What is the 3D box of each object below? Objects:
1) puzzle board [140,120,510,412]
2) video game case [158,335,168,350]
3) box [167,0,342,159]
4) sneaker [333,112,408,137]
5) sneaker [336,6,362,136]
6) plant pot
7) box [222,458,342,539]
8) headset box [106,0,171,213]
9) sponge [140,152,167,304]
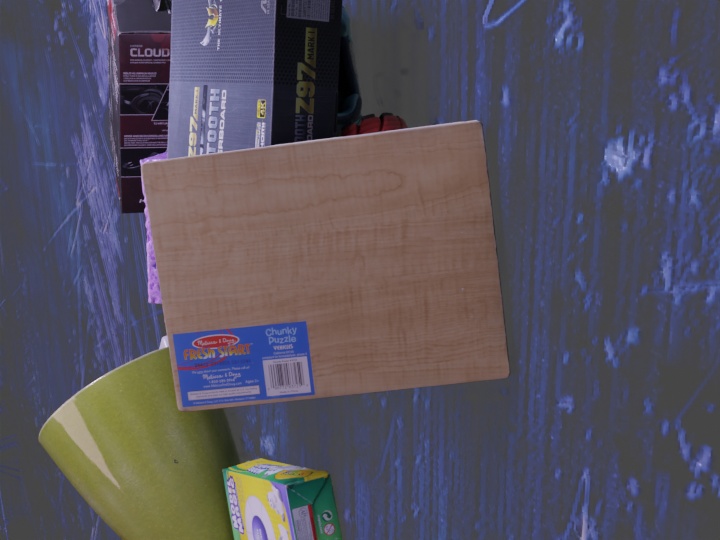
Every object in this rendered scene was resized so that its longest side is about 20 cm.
[{"bbox_3d":[-0.020,-0.001,0.673,0.017,0.200,0.151,-68,-29,-80],"label":"puzzle board"},{"bbox_3d":[-0.213,0.202,1.355,0.182,0.023,0.200,66,153,27],"label":"video game case"},{"bbox_3d":[-0.074,-0.105,0.746,0.158,0.051,0.200,17,105,57],"label":"box"},{"bbox_3d":[0.000,0.000,0.749,0.082,0.078,0.200,57,147,38],"label":"sneaker"},{"bbox_3d":[-0.037,-0.094,0.795,0.086,0.077,0.200,20,118,58],"label":"sneaker"},{"bbox_3d":[-0.194,0.209,1.166,0.200,0.187,0.187,56,149,15],"label":"plant pot"},{"bbox_3d":[-0.074,0.235,1.043,0.200,0.048,0.118,167,92,-67],"label":"box"},{"bbox_3d":[-0.193,-0.176,1.065,0.149,0.077,0.200,-114,26,-53],"label":"headset box"},{"bbox_3d":[-0.138,-0.048,0.957,0.200,0.030,0.112,-56,-36,-76],"label":"sponge"}]
